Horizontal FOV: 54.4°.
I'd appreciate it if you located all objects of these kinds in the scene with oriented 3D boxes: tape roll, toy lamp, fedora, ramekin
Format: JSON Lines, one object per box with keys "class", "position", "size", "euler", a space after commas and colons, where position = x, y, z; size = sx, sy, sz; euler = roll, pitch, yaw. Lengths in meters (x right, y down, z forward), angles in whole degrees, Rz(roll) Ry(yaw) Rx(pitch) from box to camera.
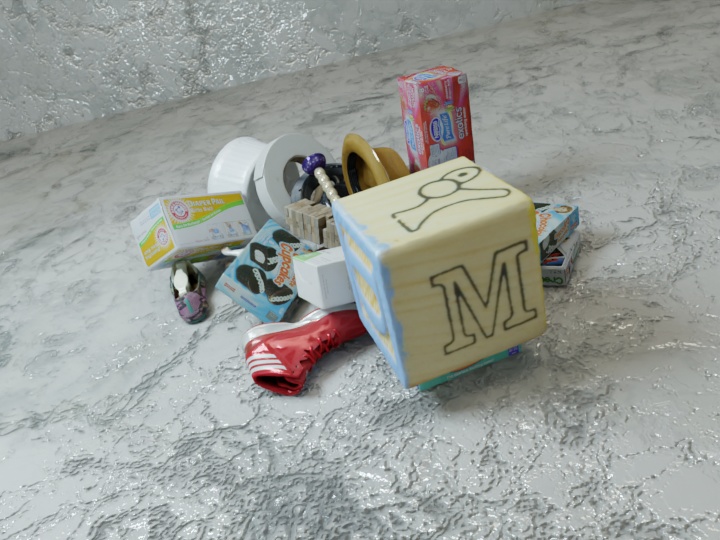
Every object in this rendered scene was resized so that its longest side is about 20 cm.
{"class": "tape roll", "position": [-0.124, -0.179, 1.433], "size": [0.037, 0.204, 0.202], "euler": [-14, 18, 49]}
{"class": "toy lamp", "position": [-0.047, -0.135, 1.326], "size": [0.058, 0.058, 0.201], "euler": [-22, 64, -15]}
{"class": "fedora", "position": [0.035, -0.167, 1.277], "size": [0.081, 0.202, 0.200], "euler": [-21, 27, -17]}
{"class": "ramekin", "position": [-0.216, -0.175, 1.483], "size": [0.097, 0.202, 0.200], "euler": [15, 38, 33]}

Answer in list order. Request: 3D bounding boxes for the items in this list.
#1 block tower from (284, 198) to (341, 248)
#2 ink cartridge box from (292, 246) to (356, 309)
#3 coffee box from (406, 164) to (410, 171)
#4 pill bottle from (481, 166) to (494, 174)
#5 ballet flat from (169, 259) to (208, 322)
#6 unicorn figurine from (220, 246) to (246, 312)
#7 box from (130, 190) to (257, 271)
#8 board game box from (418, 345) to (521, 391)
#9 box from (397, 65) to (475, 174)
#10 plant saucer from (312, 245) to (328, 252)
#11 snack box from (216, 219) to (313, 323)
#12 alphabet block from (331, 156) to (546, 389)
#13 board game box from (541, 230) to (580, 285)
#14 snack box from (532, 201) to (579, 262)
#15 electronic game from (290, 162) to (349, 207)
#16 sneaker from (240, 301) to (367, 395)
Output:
{"class": "block tower", "position": [-0.048, -0.075, 1.247], "size": [0.199, 0.054, 0.058], "euler": [23, 38, 40]}
{"class": "ink cartridge box", "position": [0.011, -0.005, 1.058], "size": [0.198, 0.068, 0.117], "euler": [-13, 13, -21]}
{"class": "coffee box", "position": [0.126, -0.144, 1.374], "size": [0.113, 0.080, 0.200], "euler": [-19, 27, -9]}
{"class": "pill bottle", "position": [0.137, -0.101, 1.179], "size": [0.199, 0.113, 0.112], "euler": [-26, 29, -19]}
{"class": "ballet flat", "position": [-0.319, 0.024, 1.279], "size": [0.069, 0.072, 0.200], "euler": [-22, 27, -9]}
{"class": "unicorn figurine", "position": [-0.193, -0.018, 1.296], "size": [0.137, 0.074, 0.200], "euler": [9, 37, 45]}
{"class": "box", "position": [-0.313, -0.078, 1.332], "size": [0.112, 0.102, 0.199], "euler": [-28, -9, 39]}
{"class": "board game box", "position": [0.112, 0.076, 0.996], "size": [0.151, 0.045, 0.200], "euler": [-20, 28, -11]}
{"class": "box", "position": [0.139, -0.258, 1.273], "size": [0.099, 0.201, 0.096], "euler": [-18, 28, -13]}
{"class": "plant saucer", "position": [0.000, 0.000, 1.187], "size": [0.198, 0.032, 0.201], "euler": [-2, 27, 1]}
{"class": "snack box", "position": [-0.151, 0.000, 1.192], "size": [0.037, 0.116, 0.200], "euler": [-50, 7, 34]}
{"class": "alphabet block", "position": [0.098, -0.005, 0.895], "size": [0.198, 0.198, 0.196], "euler": [-19, 31, -10]}
{"class": "board game box", "position": [0.244, -0.022, 1.133], "size": [0.198, 0.035, 0.126], "euler": [1, 30, 28]}
{"class": "snack box", "position": [0.249, -0.052, 1.104], "size": [0.116, 0.037, 0.200], "euler": [10, 34, 40]}
{"class": "electronic game", "position": [-0.039, -0.133, 1.385], "size": [0.198, 0.042, 0.201], "euler": [5, 56, -7]}
{"class": "sneaker", "position": [-0.065, 0.120, 0.998], "size": [0.198, 0.079, 0.116], "euler": [-17, 44, -5]}
